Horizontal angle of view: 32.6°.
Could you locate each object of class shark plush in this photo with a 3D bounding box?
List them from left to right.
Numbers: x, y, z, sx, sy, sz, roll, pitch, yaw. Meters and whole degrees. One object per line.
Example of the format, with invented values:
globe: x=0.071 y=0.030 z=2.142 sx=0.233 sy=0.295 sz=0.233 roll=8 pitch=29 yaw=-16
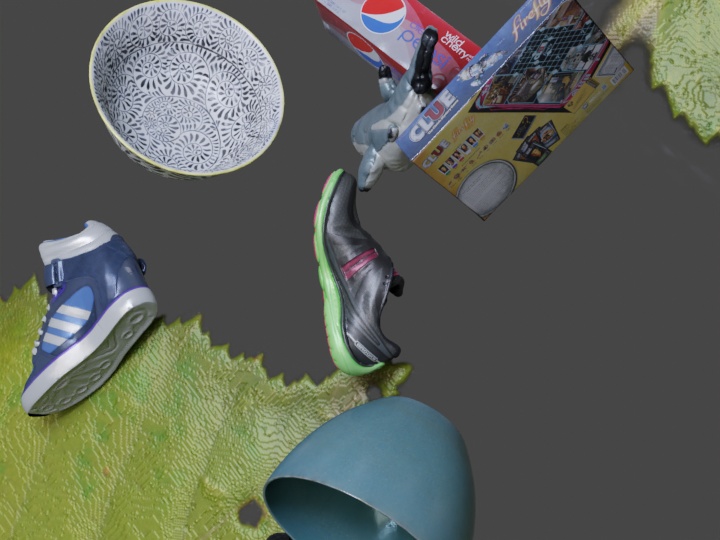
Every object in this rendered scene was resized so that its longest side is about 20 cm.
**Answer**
shark plush: x=0.027 y=-0.152 z=1.150 sx=0.090 sy=0.201 sz=0.084 roll=-20 pitch=67 yaw=-12

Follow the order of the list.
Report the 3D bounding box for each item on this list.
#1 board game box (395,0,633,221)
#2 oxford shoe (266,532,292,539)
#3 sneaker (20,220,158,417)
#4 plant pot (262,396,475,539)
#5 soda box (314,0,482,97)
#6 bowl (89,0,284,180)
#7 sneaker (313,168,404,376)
board game box: x=0.143 y=-0.152 z=1.128 sx=0.200 sy=0.135 sz=0.035 roll=-45 pitch=48 yaw=11
oxford shoe: x=-0.026 y=0.348 z=1.198 sx=0.199 sy=0.072 sz=0.085 roll=37 pitch=114 yaw=22
sneaker: x=-0.314 y=0.042 z=1.320 sx=0.200 sy=0.080 sz=0.147 roll=-44 pitch=65 yaw=16
plant pot: x=0.027 y=0.197 z=1.134 sx=0.198 sy=0.201 sz=0.135 roll=20 pitch=58 yaw=20
soda box: x=0.049 y=-0.217 z=1.196 sx=0.199 sy=0.070 sz=0.064 roll=40 pitch=82 yaw=18
bowl: x=-0.184 y=-0.164 z=1.254 sx=0.198 sy=0.094 sz=0.203 roll=9 pitch=62 yaw=-18
sneaker: x=0.000 y=0.000 z=1.212 sx=0.083 sy=0.077 sz=0.203 roll=-9 pitch=86 yaw=2
